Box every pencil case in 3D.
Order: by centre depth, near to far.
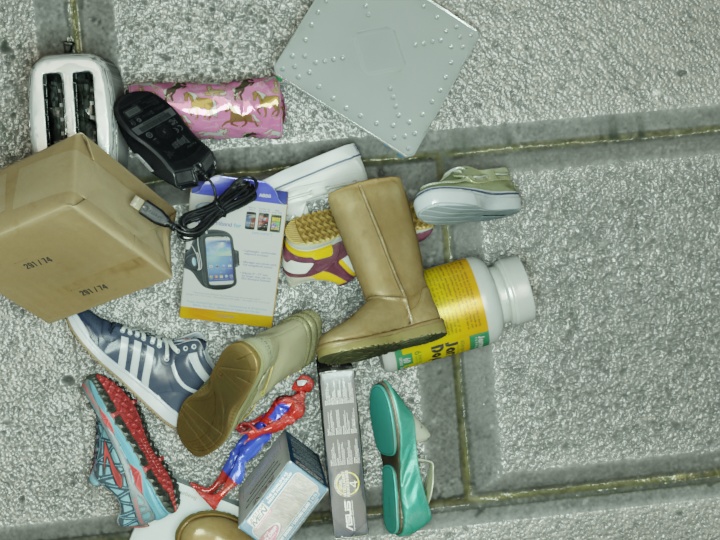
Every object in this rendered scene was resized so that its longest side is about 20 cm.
[{"bbox_3d":[-0.188,-0.194,1.713,0.198,0.087,0.083,-4,119,-5],"label":"pencil case"}]

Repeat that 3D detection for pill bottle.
[{"bbox_3d":[0.110,0.048,1.739,0.198,0.113,0.114,-16,94,-4],"label":"pill bottle"}]

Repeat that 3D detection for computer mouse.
[{"bbox_3d":[-0.229,-0.112,1.611,0.200,0.046,0.140,41,51,8],"label":"computer mouse"}]

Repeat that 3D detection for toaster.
[{"bbox_3d":[-0.339,-0.186,1.681,0.113,0.129,0.202,-2,93,-5],"label":"toaster"}]

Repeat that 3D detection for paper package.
[{"bbox_3d":[-0.344,-0.043,1.624,0.199,0.190,0.104,-21,52,25],"label":"paper package"}]

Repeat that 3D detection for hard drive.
[{"bbox_3d":[-0.234,0.371,1.772,0.131,0.027,0.201,23,91,-6],"label":"hard drive"}]

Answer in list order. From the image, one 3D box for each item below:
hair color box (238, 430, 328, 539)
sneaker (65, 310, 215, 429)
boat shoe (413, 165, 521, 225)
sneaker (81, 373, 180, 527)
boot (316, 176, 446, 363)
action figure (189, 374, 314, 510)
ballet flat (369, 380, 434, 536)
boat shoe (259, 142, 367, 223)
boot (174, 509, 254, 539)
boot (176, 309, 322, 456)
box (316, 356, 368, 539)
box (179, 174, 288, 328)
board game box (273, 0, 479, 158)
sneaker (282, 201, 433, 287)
[{"bbox_3d":[-0.096,0.265,1.690,0.060,0.200,0.100,37,90,-6],"label":"hair color box"},{"bbox_3d":[-0.263,0.092,1.731,0.108,0.070,0.200,-44,102,4],"label":"sneaker"},{"bbox_3d":[0.126,-0.095,1.715,0.072,0.199,0.063,-23,78,34],"label":"boat shoe"},{"bbox_3d":[-0.307,0.226,1.727,0.095,0.079,0.201,-30,81,12],"label":"sneaker"},{"bbox_3d":[0.000,0.000,1.643,0.174,0.066,0.202,-10,74,-31],"label":"boot"},{"bbox_3d":[-0.130,0.207,1.746,0.200,0.065,0.052,-44,103,-11],"label":"action figure"},{"bbox_3d":[0.057,0.234,1.777,0.070,0.067,0.202,-9,94,-28],"label":"ballet flat"},{"bbox_3d":[-0.084,-0.092,1.735,0.199,0.074,0.066,-24,91,-2],"label":"boat shoe"},{"bbox_3d":[-0.117,0.359,1.674,0.174,0.200,0.067,18,93,-24],"label":"boot"},{"bbox_3d":[-0.135,0.137,1.725,0.073,0.155,0.201,43,127,14],"label":"boot"},{"bbox_3d":[-0.022,0.210,1.713,0.049,0.161,0.202,-5,94,-4],"label":"box"},{"bbox_3d":[-0.154,-0.029,1.709,0.118,0.042,0.201,7,118,-5],"label":"box"},{"bbox_3d":[0.020,-0.265,1.724,0.199,0.026,0.201,31,70,-6],"label":"board game box"},{"bbox_3d":[-0.005,-0.032,1.753,0.198,0.075,0.091,-8,133,-19],"label":"sneaker"}]
